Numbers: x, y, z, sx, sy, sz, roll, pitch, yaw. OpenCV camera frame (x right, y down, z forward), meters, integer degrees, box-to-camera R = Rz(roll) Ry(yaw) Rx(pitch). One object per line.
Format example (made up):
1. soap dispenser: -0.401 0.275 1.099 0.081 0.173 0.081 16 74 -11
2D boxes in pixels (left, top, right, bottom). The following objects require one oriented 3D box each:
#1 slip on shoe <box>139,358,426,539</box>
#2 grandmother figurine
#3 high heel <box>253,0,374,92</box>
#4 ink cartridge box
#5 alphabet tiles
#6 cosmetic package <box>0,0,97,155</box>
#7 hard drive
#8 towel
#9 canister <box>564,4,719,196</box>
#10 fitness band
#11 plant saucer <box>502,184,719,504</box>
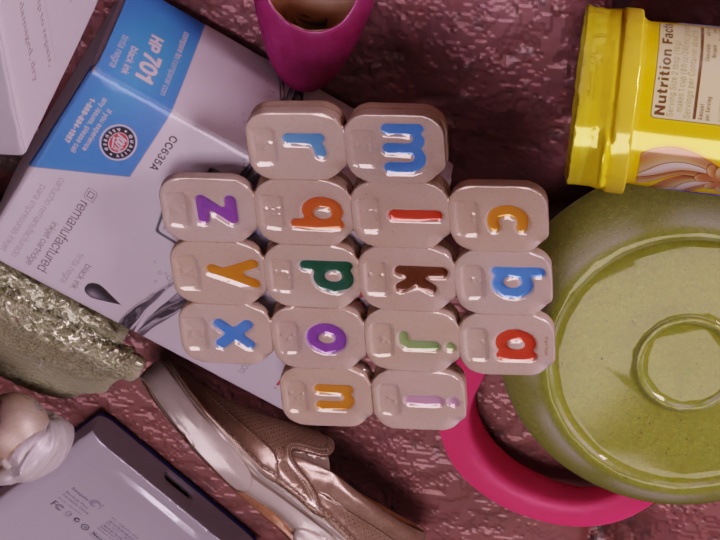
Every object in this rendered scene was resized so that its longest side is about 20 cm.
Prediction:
1. slip on shoe: -0.043 0.113 1.506 0.061 0.076 0.200 -46 103 -5
2. grandmother figurine: -0.237 0.062 1.438 0.061 0.121 0.200 -46 128 13
3. high heel: -0.023 -0.151 1.261 0.067 0.096 0.201 16 130 -1
4. ink cartridge box: -0.074 -0.033 1.376 0.199 0.086 0.147 29 128 -10
5. alphabet tiles: 0.000 0.000 1.322 0.195 0.015 0.201 1 128 10
6. cosmetic package: -0.218 -0.178 1.216 0.166 0.200 0.167 1 129 11
7. hard drive: -0.176 0.178 1.606 0.132 0.025 0.200 41 125 -20
8. towel: -0.221 0.015 1.437 0.199 0.037 0.148 30 160 -14
9. canister: 0.201 -0.072 1.244 0.199 0.149 0.087 7 94 4
10. fitness band: 0.124 0.059 1.439 0.143 0.037 0.200 24 128 -3
11. plant saucer: 0.171 0.043 1.373 0.199 0.031 0.201 2 117 3
